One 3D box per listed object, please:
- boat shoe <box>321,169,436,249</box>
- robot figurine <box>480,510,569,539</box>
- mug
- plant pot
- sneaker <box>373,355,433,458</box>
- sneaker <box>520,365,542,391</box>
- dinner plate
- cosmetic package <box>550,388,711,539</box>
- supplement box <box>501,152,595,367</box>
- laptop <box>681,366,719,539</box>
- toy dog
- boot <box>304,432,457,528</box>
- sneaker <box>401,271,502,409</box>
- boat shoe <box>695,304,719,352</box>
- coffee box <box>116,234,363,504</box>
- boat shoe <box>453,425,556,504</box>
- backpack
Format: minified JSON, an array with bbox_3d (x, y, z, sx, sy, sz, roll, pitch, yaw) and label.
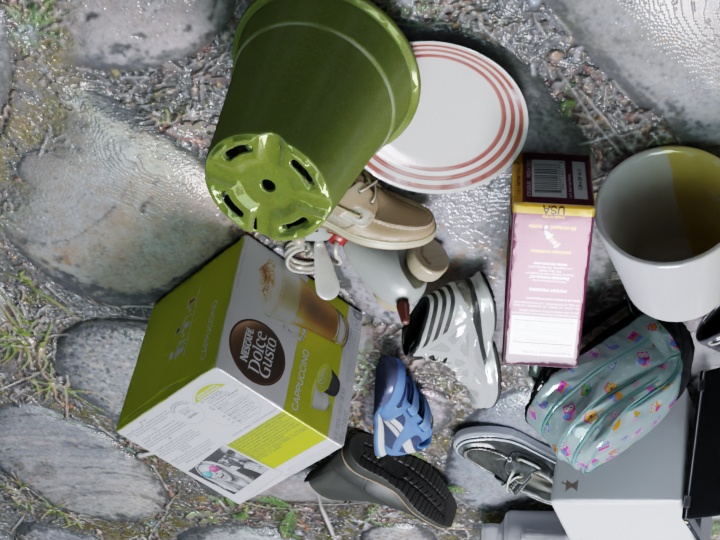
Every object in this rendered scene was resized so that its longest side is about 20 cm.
[{"bbox_3d":[-0.009,-0.077,1.296,0.197,0.072,0.065,12,128,-6],"label":"boat shoe"},{"bbox_3d":[0.275,0.410,1.749,0.197,0.114,0.170,-2,157,11],"label":"robot figurine"},{"bbox_3d":[0.346,-0.024,1.249,0.184,0.151,0.154,-1,146,19],"label":"mug"},{"bbox_3d":[-0.060,-0.134,1.130,0.197,0.191,0.202,12,136,11],"label":"plant pot"},{"bbox_3d":[0.057,0.177,1.566,0.081,0.075,0.201,3,145,4],"label":"sneaker"},{"bbox_3d":[0.216,0.076,1.422,0.069,0.081,0.202,-5,135,17],"label":"sneaker"},{"bbox_3d":[0.074,-0.159,1.230,0.197,0.024,0.202,4,137,4],"label":"dinner plate"},{"bbox_3d":[0.356,0.279,1.540,0.164,0.169,0.201,-5,138,26],"label":"cosmetic package"},{"bbox_3d":[0.198,-0.010,1.274,0.084,0.111,0.202,3,123,6],"label":"supplement box"},{"bbox_3d":[0.453,0.219,1.415,0.115,0.189,0.200,1,152,29],"label":"laptop"},{"bbox_3d":[0.000,0.000,1.359,0.197,0.097,0.133,10,138,-2],"label":"toy dog"},{"bbox_3d":[0.029,0.319,1.730,0.199,0.078,0.138,39,135,-12],"label":"boot"},{"bbox_3d":[0.105,0.095,1.440,0.114,0.076,0.202,-14,128,-7],"label":"sneaker"},{"bbox_3d":[0.442,0.032,1.343,0.062,0.073,0.201,10,143,-7],"label":"boat shoe"},{"bbox_3d":[-0.142,0.121,1.437,0.197,0.201,0.199,35,132,-27],"label":"coffee box"},{"bbox_3d":[0.220,0.272,1.638,0.197,0.072,0.072,18,137,-10],"label":"boat shoe"},{"bbox_3d":[0.289,0.139,1.388,0.198,0.127,0.168,-27,141,-26],"label":"backpack"}]
